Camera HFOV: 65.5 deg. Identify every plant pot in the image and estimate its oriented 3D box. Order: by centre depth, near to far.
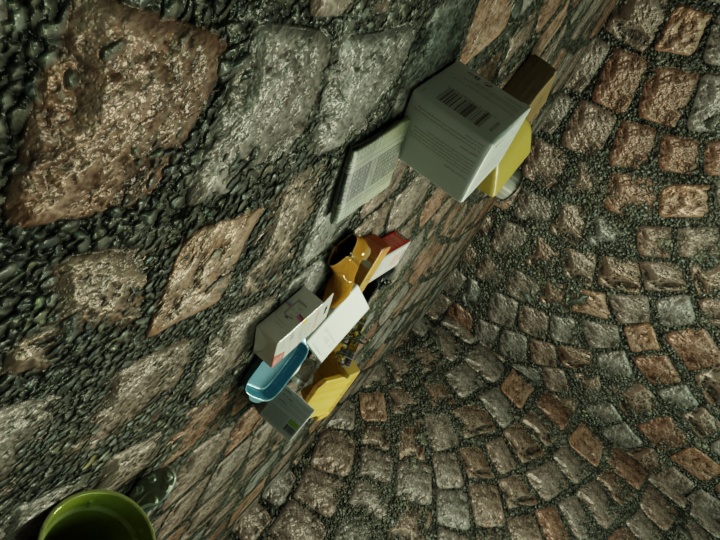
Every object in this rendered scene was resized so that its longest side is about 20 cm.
[{"bbox_3d":[-0.494,0.521,0.976,0.184,0.201,0.200,-45,171,24],"label":"plant pot"},{"bbox_3d":[0.355,-0.369,1.550,0.196,0.194,0.200,-49,161,-13],"label":"plant pot"}]

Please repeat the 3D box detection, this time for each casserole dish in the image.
[{"bbox_3d":[-0.214,0.236,1.388,0.200,0.039,0.121,-53,139,-3],"label":"casserole dish"}]

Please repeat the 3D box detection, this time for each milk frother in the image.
[{"bbox_3d":[0.433,-0.365,1.799,0.200,0.187,0.181,-52,-159,21],"label":"milk frother"}]

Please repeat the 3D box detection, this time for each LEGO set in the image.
[{"bbox_3d":[-0.061,0.199,1.646,0.116,0.153,0.200,-64,-176,-38],"label":"LEGO set"}]

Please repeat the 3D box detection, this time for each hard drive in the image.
[{"bbox_3d":[-0.063,0.138,1.488,0.200,0.027,0.132,-48,147,-15],"label":"hard drive"}]

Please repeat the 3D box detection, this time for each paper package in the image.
[{"bbox_3d":[0.527,-0.557,1.819,0.191,0.103,0.200,-51,167,-2],"label":"paper package"}]

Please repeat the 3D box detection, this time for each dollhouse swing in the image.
[{"bbox_3d":[-0.135,0.342,1.722,0.175,0.182,0.201,13,120,-43],"label":"dollhouse swing"}]

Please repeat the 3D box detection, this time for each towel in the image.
[{"bbox_3d":[0.016,-0.208,1.147,0.200,0.034,0.193,-39,158,-39],"label":"towel"}]

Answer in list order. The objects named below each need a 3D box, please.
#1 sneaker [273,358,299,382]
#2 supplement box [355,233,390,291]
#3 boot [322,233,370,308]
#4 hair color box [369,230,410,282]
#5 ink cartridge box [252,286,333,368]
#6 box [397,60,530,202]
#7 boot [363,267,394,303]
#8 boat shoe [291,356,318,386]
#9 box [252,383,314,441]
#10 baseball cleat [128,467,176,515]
[{"bbox_3d":[-0.176,0.198,1.467,0.200,0.075,0.089,-53,154,-21],"label":"sneaker"},{"bbox_3d":[0.000,0.000,1.534,0.201,0.069,0.066,-60,164,23],"label":"supplement box"},{"bbox_3d":[-0.053,0.001,1.376,0.202,0.071,0.144,-56,160,5],"label":"boot"},{"bbox_3d":[0.067,-0.043,1.658,0.200,0.061,0.102,-29,153,-58],"label":"hair color box"},{"bbox_3d":[-0.155,0.120,1.306,0.200,0.067,0.117,-41,163,-37],"label":"ink cartridge box"},{"bbox_3d":[0.212,-0.298,1.196,0.200,0.199,0.172,-42,164,-38],"label":"box"},{"bbox_3d":[0.021,0.069,1.753,0.201,0.076,0.168,-54,170,24],"label":"boot"},{"bbox_3d":[-0.166,0.294,1.702,0.086,0.074,0.202,-51,170,0],"label":"boat shoe"},{"bbox_3d":[-0.213,0.370,1.520,0.101,0.112,0.200,-49,-172,-14],"label":"box"},{"bbox_3d":[-0.476,0.504,1.231,0.200,0.070,0.106,-42,173,-4],"label":"baseball cleat"}]
